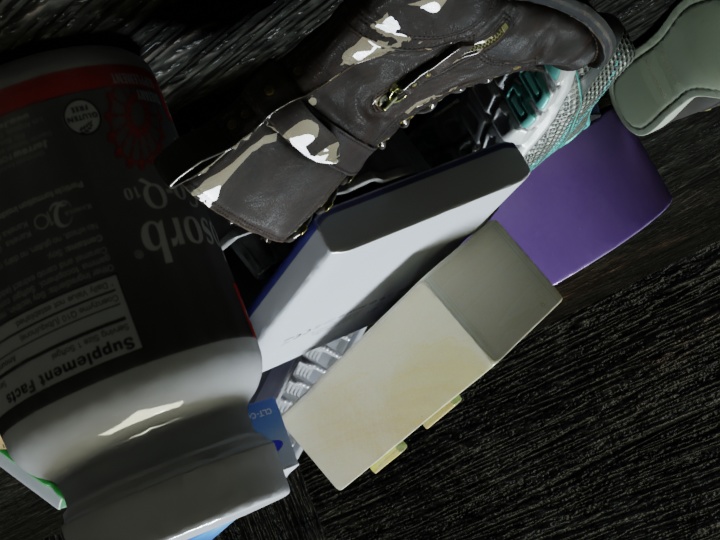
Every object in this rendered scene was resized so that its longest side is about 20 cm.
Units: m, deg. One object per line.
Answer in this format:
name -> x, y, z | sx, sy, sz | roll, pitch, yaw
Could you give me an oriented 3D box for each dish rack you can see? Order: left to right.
dish rack -> -0.040, 0.055, 1.014 | 0.201, 0.043, 0.172 | -63, 170, -4

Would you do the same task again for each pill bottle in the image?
pill bottle -> -0.109, 0.018, 0.617 | 0.115, 0.202, 0.116 | -22, 172, -3

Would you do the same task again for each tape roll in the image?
tape roll -> 0.129, -0.040, 1.100 | 0.199, 0.085, 0.200 | -30, -178, 1

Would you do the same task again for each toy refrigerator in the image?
toy refrigerator -> 0.034, 0.059, 0.891 | 0.076, 0.070, 0.200 | -38, 175, -40

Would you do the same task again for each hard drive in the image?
hard drive -> 0.000, 0.000, 0.830 | 0.131, 0.026, 0.200 | -22, 167, -28

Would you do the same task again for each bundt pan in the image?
bundt pan -> -0.059, -0.035, 0.807 | 0.200, 0.076, 0.202 | -26, 170, -5

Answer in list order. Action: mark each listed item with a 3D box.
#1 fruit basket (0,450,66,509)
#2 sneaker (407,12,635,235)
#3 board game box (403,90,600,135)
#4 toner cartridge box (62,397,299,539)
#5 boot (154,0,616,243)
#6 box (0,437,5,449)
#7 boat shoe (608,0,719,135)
fruit basket -> -0.197, 0.120, 1.127 | 0.094, 0.184, 0.200 | -61, 161, 7
sneaker -> 0.093, -0.081, 0.856 | 0.091, 0.078, 0.200 | -14, 159, -33
board game box -> 0.052, -0.076, 1.007 | 0.199, 0.035, 0.135 | -30, 169, 36
toner cartridge box -> -0.114, 0.136, 0.873 | 0.094, 0.044, 0.200 | -16, 164, -26
boot -> 0.013, -0.080, 0.641 | 0.174, 0.069, 0.199 | -46, 154, 16
box -> -0.305, 0.082, 0.849 | 0.198, 0.022, 0.164 | 2, 164, -10
boat shoe -> 0.235, -0.146, 0.957 | 0.060, 0.072, 0.201 | -24, 179, -21
